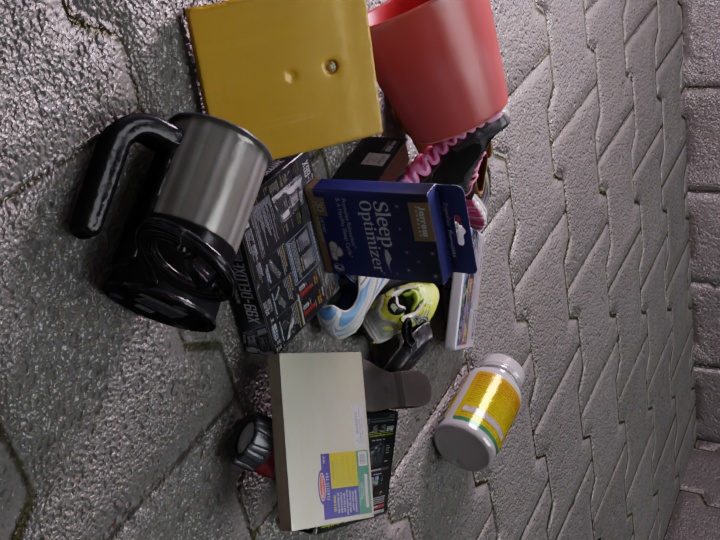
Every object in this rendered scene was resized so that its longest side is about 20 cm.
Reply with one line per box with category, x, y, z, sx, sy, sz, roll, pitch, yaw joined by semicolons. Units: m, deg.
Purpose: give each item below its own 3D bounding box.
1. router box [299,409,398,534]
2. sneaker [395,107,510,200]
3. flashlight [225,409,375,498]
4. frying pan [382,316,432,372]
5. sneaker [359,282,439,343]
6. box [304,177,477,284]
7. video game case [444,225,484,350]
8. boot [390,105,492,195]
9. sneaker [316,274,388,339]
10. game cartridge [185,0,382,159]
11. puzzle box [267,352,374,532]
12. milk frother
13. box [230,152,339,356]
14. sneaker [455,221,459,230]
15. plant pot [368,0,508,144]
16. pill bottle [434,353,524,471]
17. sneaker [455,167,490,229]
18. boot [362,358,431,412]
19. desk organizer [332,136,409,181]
router box;-0.025;0.267;1.290;0.199;0.061;0.152;10;86;-60
sneaker;0.142;-0.150;1.320;0.096;0.199;0.079;48;30;-9
flashlight;-0.067;0.238;1.141;0.199;0.067;0.069;31;62;-29
frying pan;0.081;0.104;1.383;0.115;0.031;0.191;-39;163;-37
sneaker;0.075;0.054;1.391;0.076;0.076;0.199;58;33;3
box;0.035;-0.046;1.110;0.032;0.198;0.122;-51;136;-46
video game case;0.178;0.032;1.594;0.182;0.023;0.203;10;87;-74
boot;0.123;-0.212;1.380;0.071;0.142;0.204;-33;123;-53
sneaker;0.000;0.000;1.278;0.073;0.071;0.201;74;35;-49
game cartridge;-0.080;-0.218;1.039;0.197;0.032;0.179;-14;113;-14
puzzle box;-0.046;0.199;1.114;0.132;0.025;0.203;5;76;-43
milk frother;-0.151;-0.057;0.893;0.180;0.198;0.190;40;61;-50
box;-0.100;-0.025;1.126;0.158;0.049;0.202;-47;134;-46
sneaker;0.094;-0.036;1.435;0.199;0.069;0.101;11;88;-59
plant pot;0.101;-0.280;1.251;0.201;0.199;0.179;-47;120;-45
pill bottle;0.216;0.242;1.646;0.200;0.111;0.114;-53;137;-42
sneaker;0.168;-0.158;1.540;0.201;0.073;0.088;57;42;-46
boot;0.006;0.170;1.327;0.198;0.075;0.075;15;66;-40
desk organizer;0.001;-0.091;1.268;0.201;0.071;0.078;-57;142;-38
